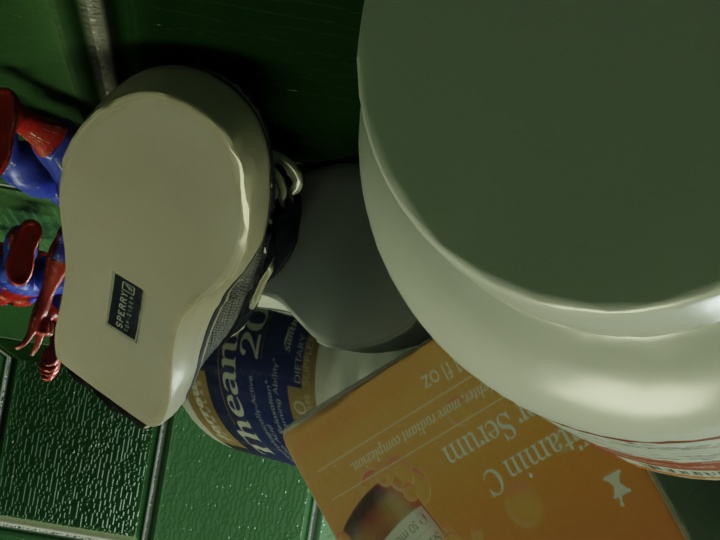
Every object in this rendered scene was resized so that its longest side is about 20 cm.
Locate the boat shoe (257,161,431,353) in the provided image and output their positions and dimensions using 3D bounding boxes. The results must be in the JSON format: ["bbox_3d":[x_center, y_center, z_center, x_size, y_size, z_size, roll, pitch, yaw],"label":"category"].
[{"bbox_3d":[0.000,0.000,0.834,0.067,0.072,0.200,15,174,-28],"label":"boat shoe"}]

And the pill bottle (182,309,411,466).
[{"bbox_3d":[-0.024,0.039,0.997,0.110,0.112,0.199,14,176,-35],"label":"pill bottle"}]

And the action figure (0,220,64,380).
[{"bbox_3d":[-0.195,0.027,1.181,0.065,0.100,0.200,12,175,-17],"label":"action figure"}]

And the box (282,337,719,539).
[{"bbox_3d":[0.093,0.102,0.738,0.106,0.201,0.152,-21,169,-47],"label":"box"}]

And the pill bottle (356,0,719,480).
[{"bbox_3d":[0.063,-0.020,0.414,0.111,0.113,0.200,7,173,15],"label":"pill bottle"}]

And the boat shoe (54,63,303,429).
[{"bbox_3d":[-0.056,-0.028,0.739,0.074,0.093,0.200,35,147,4],"label":"boat shoe"}]

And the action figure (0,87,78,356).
[{"bbox_3d":[-0.121,-0.010,0.821,0.065,0.100,0.200,17,179,22],"label":"action figure"}]
